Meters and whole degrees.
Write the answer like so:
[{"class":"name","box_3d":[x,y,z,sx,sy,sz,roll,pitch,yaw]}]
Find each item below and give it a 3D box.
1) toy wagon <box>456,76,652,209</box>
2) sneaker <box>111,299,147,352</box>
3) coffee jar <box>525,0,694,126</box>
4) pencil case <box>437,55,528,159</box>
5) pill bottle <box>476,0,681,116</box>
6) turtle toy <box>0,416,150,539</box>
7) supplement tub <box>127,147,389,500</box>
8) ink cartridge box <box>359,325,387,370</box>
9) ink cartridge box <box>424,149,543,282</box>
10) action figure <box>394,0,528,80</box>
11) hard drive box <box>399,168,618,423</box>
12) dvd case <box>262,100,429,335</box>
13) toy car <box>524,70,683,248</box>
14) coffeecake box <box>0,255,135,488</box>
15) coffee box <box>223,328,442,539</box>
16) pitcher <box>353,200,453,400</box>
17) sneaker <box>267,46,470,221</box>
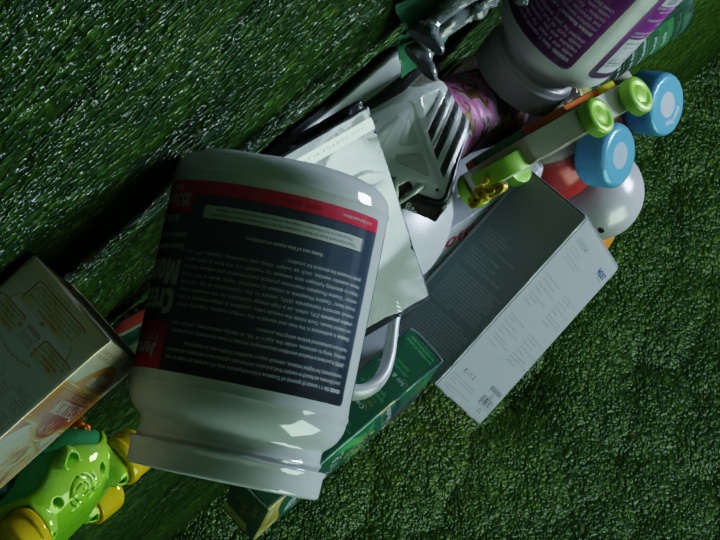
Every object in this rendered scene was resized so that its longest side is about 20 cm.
[{"class":"toy wagon","box_3d":[0.147,-0.102,1.618,0.155,0.040,0.200,-30,179,40]},{"class":"sneaker","box_3d":[-0.083,0.040,1.474,0.200,0.094,0.070,-22,-176,7]},{"class":"coffee jar","box_3d":[0.206,-0.211,1.793,0.200,0.104,0.085,-41,164,-21]},{"class":"pencil case","box_3d":[0.076,-0.130,1.630,0.087,0.083,0.200,-46,174,25]},{"class":"pill bottle","box_3d":[0.184,-0.219,1.578,0.200,0.112,0.112,-46,173,35]},{"class":"turtle toy","box_3d":[-0.256,0.174,1.504,0.146,0.101,0.200,-38,172,-38]},{"class":"supplement tub","box_3d":[-0.066,0.034,1.228,0.140,0.140,0.200,72,30,-83]},{"class":"ink cartridge box","box_3d":[-0.079,0.076,1.750,0.145,0.145,0.200,-41,174,-19]},{"class":"ink cartridge box","box_3d":[0.077,-0.022,1.815,0.145,0.084,0.200,-33,152,-31]},{"class":"action figure","box_3d":[0.107,-0.220,1.382,0.200,0.055,0.118,-45,172,-16]},{"class":"hard drive box","box_3d":[0.130,0.027,1.775,0.200,0.077,0.156,-47,155,-1]},{"class":"dvd case","box_3d":[-0.035,-0.012,1.402,0.149,0.016,0.200,-30,135,-10]},{"class":"toy car","box_3d":[0.213,-0.086,1.899,0.184,0.200,0.177,10,-139,39]},{"class":"coffeecake box","box_3d":[-0.239,0.091,1.196,0.200,0.073,0.154,-42,175,-4]},{"class":"coffee box","box_3d":[-0.025,0.140,1.650,0.200,0.044,0.123,-39,171,-22]},{"class":"pitcher","box_3d":[0.000,0.000,1.615,0.200,0.172,0.121,-38,178,-35]},{"class":"sneaker","box_3d":[0.000,-0.065,1.440,0.200,0.115,0.076,-42,174,-9]}]
